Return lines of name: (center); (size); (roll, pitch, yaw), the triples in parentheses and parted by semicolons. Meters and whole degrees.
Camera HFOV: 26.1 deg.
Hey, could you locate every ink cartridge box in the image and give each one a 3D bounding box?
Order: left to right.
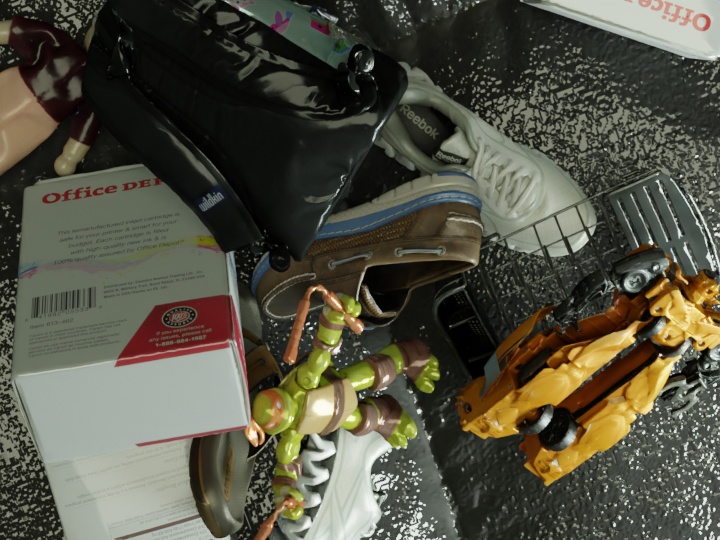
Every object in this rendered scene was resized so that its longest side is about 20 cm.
ink cartridge box: (-0.155, 0.021, 1.064); (0.144, 0.201, 0.083); (-10, 131, -1)
ink cartridge box: (0.211, -0.266, 1.102); (0.144, 0.084, 0.202); (17, 96, -5)

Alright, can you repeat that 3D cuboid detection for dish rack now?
dish rack: (0.161, 0.019, 1.116); (0.198, 0.055, 0.154); (-25, 128, 11)

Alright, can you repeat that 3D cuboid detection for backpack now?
backpack: (-0.085, -0.120, 1.037); (0.199, 0.127, 0.168); (32, 109, -1)

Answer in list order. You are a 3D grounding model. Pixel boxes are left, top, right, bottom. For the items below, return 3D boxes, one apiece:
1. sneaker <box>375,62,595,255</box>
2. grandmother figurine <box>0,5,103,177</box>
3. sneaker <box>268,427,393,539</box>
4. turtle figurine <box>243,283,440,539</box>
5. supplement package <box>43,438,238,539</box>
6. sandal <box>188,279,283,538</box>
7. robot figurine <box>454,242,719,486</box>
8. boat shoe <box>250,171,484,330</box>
sneaker: (0.084, -0.074, 1.118); (0.199, 0.081, 0.076); (33, 93, -7)
grandmother figurine: (-0.233, -0.129, 1.118); (0.199, 0.061, 0.122); (-33, 114, -1)
sneaker: (-0.026, 0.192, 1.163); (0.080, 0.075, 0.202); (14, 97, -13)
turtle figurine: (-0.025, 0.099, 1.071); (0.160, 0.064, 0.202); (-2, 110, -47)
supplement package: (-0.148, 0.200, 1.133); (0.108, 0.114, 0.202); (-15, 98, -2)
sandal: (-0.082, 0.093, 1.097); (0.054, 0.201, 0.082); (-13, 135, 17)
robot figurine: (0.168, 0.060, 1.079); (0.145, 0.058, 0.200); (35, 114, -31)
boat shoe: (0.000, 0.000, 1.093); (0.199, 0.072, 0.073); (-28, 58, 35)
